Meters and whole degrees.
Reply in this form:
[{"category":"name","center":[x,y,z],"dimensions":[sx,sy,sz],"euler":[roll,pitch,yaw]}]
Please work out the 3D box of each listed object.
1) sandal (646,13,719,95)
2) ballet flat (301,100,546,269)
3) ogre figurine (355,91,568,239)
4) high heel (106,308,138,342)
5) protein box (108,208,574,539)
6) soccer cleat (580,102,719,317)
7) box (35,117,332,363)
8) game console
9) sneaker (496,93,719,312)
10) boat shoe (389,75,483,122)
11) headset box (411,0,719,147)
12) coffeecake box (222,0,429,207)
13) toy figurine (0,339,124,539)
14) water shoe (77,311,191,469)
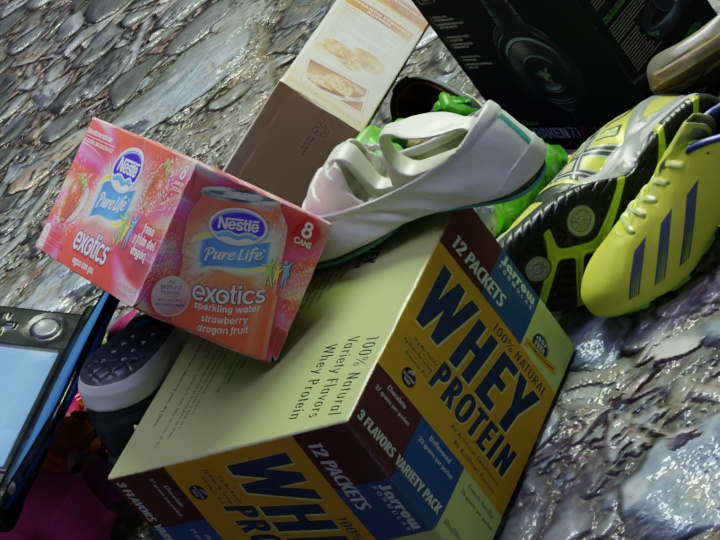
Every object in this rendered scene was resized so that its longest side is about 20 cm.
[{"category":"sandal","center":[0.268,-0.182,1.618],"dimensions":[0.199,0.080,0.054],"euler":[-30,71,3]},{"category":"ballet flat","center":[0.020,-0.057,1.479],"dimensions":[0.199,0.070,0.070],"euler":[-18,32,37]},{"category":"ogre figurine","center":[0.060,-0.060,1.620],"dimensions":[0.119,0.200,0.099],"euler":[18,100,25]},{"category":"high heel","center":[-0.121,0.023,1.773],"dimensions":[0.096,0.067,0.200],"euler":[-58,-9,11]},{"category":"protein box","center":[-0.008,0.086,1.514],"dimensions":[0.199,0.135,0.199],"euler":[-16,33,40]},{"category":"soccer cleat","center":[0.200,-0.055,1.507],"dimensions":[0.200,0.084,0.065],"euler":[-43,39,10]},{"category":"box","center":[-0.112,-0.021,1.525],"dimensions":[0.095,0.102,0.200],"euler":[-66,26,0]},{"category":"game console","center":[-0.239,0.063,1.658],"dimensions":[0.170,0.119,0.200],"euler":[6,42,14]},{"category":"sneaker","center":[0.152,-0.041,1.588],"dimensions":[0.200,0.076,0.076],"euler":[-36,23,-19]},{"category":"boat shoe","center":[0.071,-0.086,1.769],"dimensions":[0.072,0.068,0.200],"euler":[-37,27,-1]},{"category":"headset box","center":[0.133,-0.188,1.696],"dimensions":[0.093,0.200,0.174],"euler":[-50,29,-23]},{"category":"coffeecake box","center":[-0.035,-0.111,1.834],"dimensions":[0.154,0.073,0.200],"euler":[-56,3,34]},{"category":"toy figurine","center":[-0.214,0.144,1.747],"dimensions":[0.199,0.151,0.184],"euler":[-22,34,-22]},{"category":"water shoe","center":[-0.121,0.068,1.620],"dimensions":[0.071,0.079,0.200],"euler":[-2,18,29]}]
